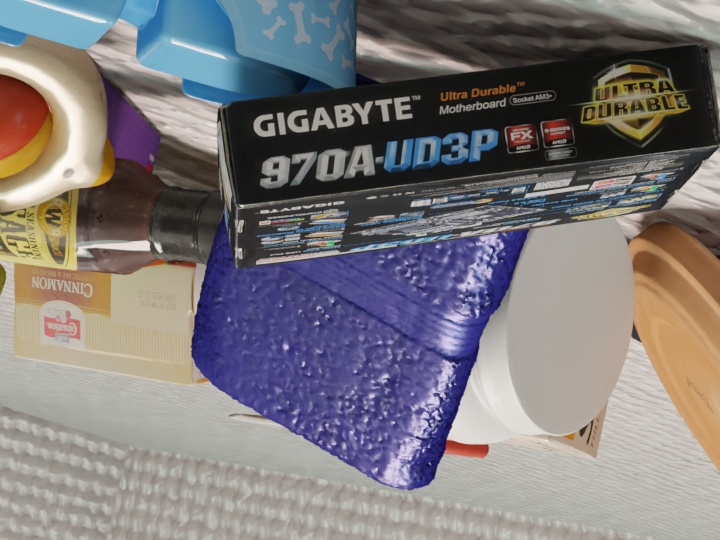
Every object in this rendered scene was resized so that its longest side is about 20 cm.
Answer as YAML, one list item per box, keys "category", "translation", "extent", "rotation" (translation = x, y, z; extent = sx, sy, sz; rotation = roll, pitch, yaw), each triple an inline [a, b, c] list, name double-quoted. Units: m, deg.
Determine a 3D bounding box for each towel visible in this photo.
- category: "towel"
  translation: [0.000, 0.000, 1.357]
  extent: [0.147, 0.050, 0.200]
  rotation: [30, 132, 14]

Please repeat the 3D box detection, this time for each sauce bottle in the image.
- category: "sauce bottle"
  translation: [-0.150, -0.033, 1.486]
  extent: [0.199, 0.066, 0.066]
  rotation: [5, 169, 27]

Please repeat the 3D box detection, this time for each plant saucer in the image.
- category: "plant saucer"
  translation: [0.200, 0.067, 1.514]
  extent: [0.032, 0.201, 0.200]
  rotation: [-31, 168, -7]

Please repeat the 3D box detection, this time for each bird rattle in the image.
- category: "bird rattle"
  translation: [-0.206, -0.081, 1.366]
  extent: [0.162, 0.113, 0.200]
  rotation: [-13, 131, 5]

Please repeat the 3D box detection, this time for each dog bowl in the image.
- category: "dog bowl"
  translation: [-0.092, -0.113, 1.163]
  extent: [0.199, 0.050, 0.111]
  rotation: [15, 172, -13]

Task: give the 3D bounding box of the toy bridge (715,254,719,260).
- category: "toy bridge"
  translation: [0.223, 0.010, 1.562]
  extent: [0.067, 0.027, 0.200]
  rotation: [15, 172, -18]

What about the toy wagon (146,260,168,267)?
- category: "toy wagon"
  translation: [-0.157, -0.034, 1.638]
  extent: [0.199, 0.040, 0.155]
  rotation: [8, -165, -6]

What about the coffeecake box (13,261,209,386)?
- category: "coffeecake box"
  translation: [-0.090, 0.017, 1.743]
  extent: [0.153, 0.073, 0.200]
  rotation: [7, -170, 39]

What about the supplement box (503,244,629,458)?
- category: "supplement box"
  translation: [0.047, 0.028, 1.620]
  extent: [0.199, 0.127, 0.073]
  rotation: [10, 172, 29]

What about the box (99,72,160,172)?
- category: "box"
  translation: [-0.196, -0.089, 1.524]
  extent: [0.136, 0.039, 0.200]
  rotation: [12, 172, 11]

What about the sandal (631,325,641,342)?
- category: "sandal"
  translation: [0.264, 0.062, 1.833]
  extent: [0.200, 0.045, 0.075]
  rotation: [30, 163, -11]

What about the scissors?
- category: "scissors"
  translation: [-0.013, 0.090, 1.567]
  extent: [0.199, 0.014, 0.073]
  rotation: [8, 180, -39]

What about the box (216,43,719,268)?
- category: "box"
  translation: [0.041, -0.046, 1.187]
  extent: [0.199, 0.046, 0.159]
  rotation: [-8, 172, -3]

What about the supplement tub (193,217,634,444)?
- category: "supplement tub"
  translation: [0.028, 0.013, 1.486]
  extent: [0.199, 0.145, 0.144]
  rotation: [7, 170, 37]
